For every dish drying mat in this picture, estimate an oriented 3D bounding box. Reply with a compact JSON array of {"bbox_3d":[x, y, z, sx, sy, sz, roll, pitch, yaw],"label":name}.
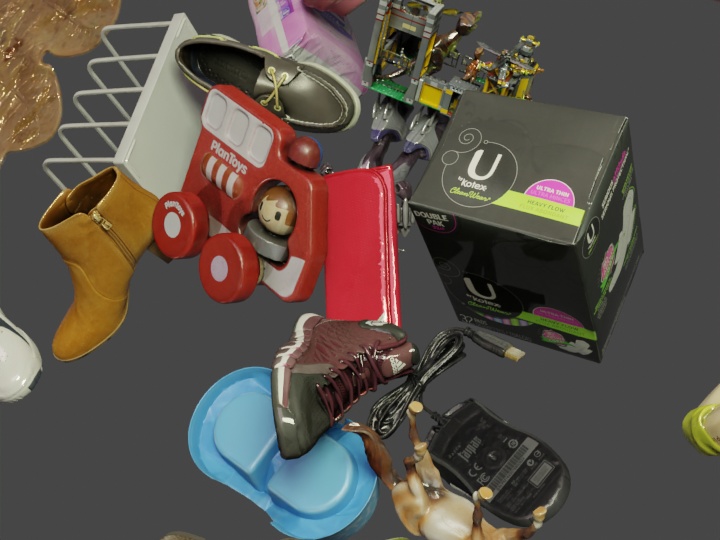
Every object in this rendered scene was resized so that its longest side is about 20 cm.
[{"bbox_3d":[0.000,0.000,0.972,0.076,0.018,0.203,-7,77,22],"label":"dish drying mat"}]

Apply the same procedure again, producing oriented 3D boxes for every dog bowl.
[{"bbox_3d":[-0.065,0.169,0.911,0.199,0.050,0.112,28,71,32],"label":"dog bowl"}]

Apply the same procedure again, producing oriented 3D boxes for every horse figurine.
[{"bbox_3d":[0.070,0.189,0.803,0.199,0.134,0.050,35,51,29],"label":"horse figurine"}]

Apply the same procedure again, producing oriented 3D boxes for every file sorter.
[{"bbox_3d":[-0.246,-0.158,1.130,0.123,0.139,0.202,1,59,23],"label":"file sorter"}]

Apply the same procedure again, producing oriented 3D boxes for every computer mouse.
[{"bbox_3d":[0.114,0.133,0.876,0.199,0.046,0.141,26,68,38],"label":"computer mouse"}]

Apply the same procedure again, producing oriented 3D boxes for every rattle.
[{"bbox_3d":[0.358,0.100,0.792,0.143,0.131,0.199,39,51,23],"label":"rattle"}]

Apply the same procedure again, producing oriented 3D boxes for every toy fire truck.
[{"bbox_3d":[-0.104,-0.069,0.989,0.199,0.111,0.169,37,117,33],"label":"toy fire truck"}]

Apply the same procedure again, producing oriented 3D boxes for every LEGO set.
[{"bbox_3d":[0.097,-0.234,1.015,0.199,0.117,0.154,29,39,17],"label":"LEGO set"}]

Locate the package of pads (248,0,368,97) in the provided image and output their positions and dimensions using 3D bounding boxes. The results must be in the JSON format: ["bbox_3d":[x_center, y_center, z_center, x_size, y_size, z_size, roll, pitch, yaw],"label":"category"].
[{"bbox_3d":[-0.066,-0.283,1.152,0.075,0.120,0.202,-32,52,22],"label":"package of pads"}]

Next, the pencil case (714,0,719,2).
[{"bbox_3d":[0.372,-0.322,1.045,0.199,0.088,0.088,25,70,30],"label":"pencil case"}]

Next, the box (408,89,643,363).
[{"bbox_3d":[0.149,-0.035,0.868,0.147,0.201,0.125,16,65,27],"label":"box"}]

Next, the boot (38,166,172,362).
[{"bbox_3d":[-0.282,-0.007,1.031,0.201,0.144,0.071,-46,53,1],"label":"boot"}]

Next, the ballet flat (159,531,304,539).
[{"bbox_3d":[-0.098,0.257,0.853,0.198,0.068,0.046,1,18,24],"label":"ballet flat"}]

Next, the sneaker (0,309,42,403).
[{"bbox_3d":[-0.418,0.047,1.066,0.079,0.130,0.200,-35,54,-3],"label":"sneaker"}]

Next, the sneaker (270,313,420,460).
[{"bbox_3d":[-0.008,0.085,0.856,0.114,0.077,0.200,-5,23,8],"label":"sneaker"}]

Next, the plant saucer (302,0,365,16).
[{"bbox_3d":[0.028,-0.328,1.048,0.200,0.051,0.201,-37,10,8],"label":"plant saucer"}]

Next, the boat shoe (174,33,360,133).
[{"bbox_3d":[-0.097,-0.188,1.037,0.199,0.060,0.073,23,108,16],"label":"boat shoe"}]

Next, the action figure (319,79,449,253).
[{"bbox_3d":[0.015,-0.092,1.037,0.129,0.070,0.202,19,70,23],"label":"action figure"}]

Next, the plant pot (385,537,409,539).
[{"bbox_3d":[0.001,0.330,0.714,0.199,0.201,0.194,-33,66,-2],"label":"plant pot"}]
